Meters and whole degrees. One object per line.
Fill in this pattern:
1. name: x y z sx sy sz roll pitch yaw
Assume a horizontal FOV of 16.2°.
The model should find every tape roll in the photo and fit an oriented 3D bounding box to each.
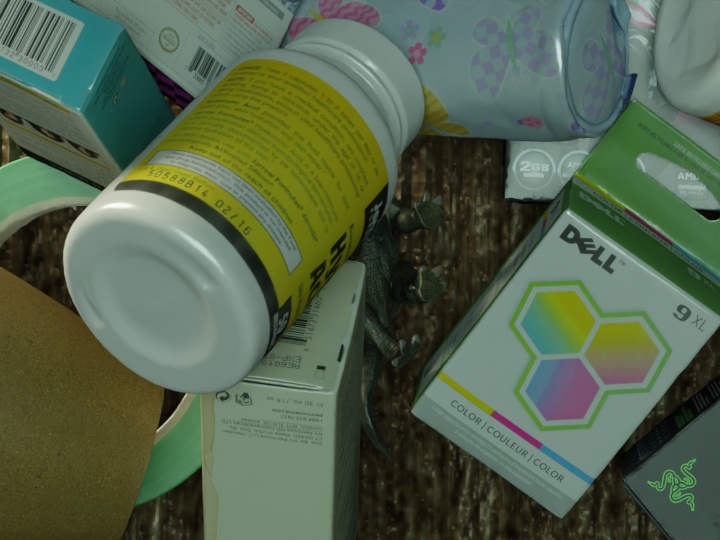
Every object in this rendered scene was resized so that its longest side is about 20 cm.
1. tape roll: -0.154 0.033 1.407 0.199 0.048 0.202 0 93 4

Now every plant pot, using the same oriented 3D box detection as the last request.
1. plant pot: -0.209 0.073 1.313 0.198 0.186 0.188 18 94 -9

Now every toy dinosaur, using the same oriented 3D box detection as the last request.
1. toy dinosaur: 0.000 0.000 1.382 0.077 0.102 0.201 -26 107 -22

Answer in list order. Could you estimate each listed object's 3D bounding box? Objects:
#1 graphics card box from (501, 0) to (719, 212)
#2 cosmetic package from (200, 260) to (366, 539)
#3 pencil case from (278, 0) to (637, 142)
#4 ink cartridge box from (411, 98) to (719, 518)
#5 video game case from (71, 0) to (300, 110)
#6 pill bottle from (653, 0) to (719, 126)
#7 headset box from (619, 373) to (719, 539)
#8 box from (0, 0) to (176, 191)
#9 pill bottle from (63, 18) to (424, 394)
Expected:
1. graphics card box: 0.142 -0.134 1.376 0.124 0.051 0.202 4 94 4
2. cosmetic package: -0.040 0.098 1.326 0.072 0.104 0.201 8 130 5
3. pencil case: 0.043 -0.118 1.332 0.199 0.083 0.091 3 68 30
4. ink cartridge box: 0.126 0.022 1.349 0.104 0.059 0.200 35 110 -7
5. video game case: -0.090 -0.194 1.268 0.036 0.200 0.182 15 76 39
6. pill bottle: 0.262 -0.109 1.311 0.199 0.116 0.117 18 95 -21
7. headset box: 0.257 0.118 1.360 0.200 0.093 0.174 -39 89 6
8. box: -0.146 -0.089 1.281 0.082 0.200 0.049 26 81 10
9. pill bottle: -0.049 -0.040 1.245 0.111 0.200 0.112 20 135 21
